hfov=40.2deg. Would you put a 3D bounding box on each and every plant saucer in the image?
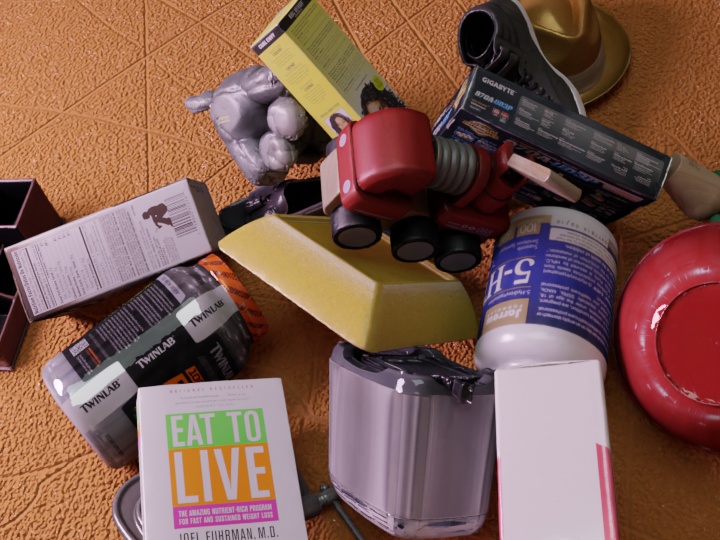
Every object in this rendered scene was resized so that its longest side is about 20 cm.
[{"bbox_3d":[0.000,0.000,0.923,0.199,0.198,0.049,33,109,31],"label":"plant saucer"}]

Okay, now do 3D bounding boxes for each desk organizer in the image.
[{"bbox_3d":[-0.396,0.001,1.074,0.070,0.077,0.203,0,56,12],"label":"desk organizer"}]

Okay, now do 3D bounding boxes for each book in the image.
[{"bbox_3d":[-0.119,0.188,0.827,0.131,0.048,0.202,1,48,-18],"label":"book"}]

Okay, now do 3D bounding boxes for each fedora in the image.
[{"bbox_3d":[0.216,-0.275,1.131,0.197,0.082,0.204,-6,55,8],"label":"fedora"}]

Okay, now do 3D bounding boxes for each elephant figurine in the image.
[{"bbox_3d":[-0.058,-0.170,1.091,0.199,0.141,0.157,-22,80,-50],"label":"elephant figurine"}]

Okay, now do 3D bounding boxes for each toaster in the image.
[{"bbox_3d":[0.045,0.136,0.815,0.112,0.132,0.199,2,5,-27],"label":"toaster"}]

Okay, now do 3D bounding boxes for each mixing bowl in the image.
[{"bbox_3d":[0.297,0.057,0.809,0.197,0.108,0.204,-1,88,25],"label":"mixing bowl"}]

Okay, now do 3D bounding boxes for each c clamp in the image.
[{"bbox_3d":[-0.109,0.211,0.859,0.197,0.027,0.171,-12,41,-27],"label":"c clamp"}]

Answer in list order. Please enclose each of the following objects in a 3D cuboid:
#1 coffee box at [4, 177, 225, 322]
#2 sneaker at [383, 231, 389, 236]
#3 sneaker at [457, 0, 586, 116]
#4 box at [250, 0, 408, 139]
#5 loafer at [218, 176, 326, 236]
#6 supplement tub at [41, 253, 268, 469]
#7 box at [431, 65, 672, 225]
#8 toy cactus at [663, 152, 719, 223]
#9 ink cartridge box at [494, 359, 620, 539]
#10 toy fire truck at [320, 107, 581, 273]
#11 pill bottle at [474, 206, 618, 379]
[{"bbox_3d":[-0.246,-0.021,1.014,0.197,0.113,0.081,-21,92,3],"label":"coffee box"},{"bbox_3d":[0.108,-0.092,1.035,0.200,0.071,0.078,-43,53,-18],"label":"sneaker"},{"bbox_3d":[0.166,-0.200,1.049,0.098,0.070,0.202,-19,78,-48],"label":"sneaker"},{"bbox_3d":[-0.016,-0.179,0.995,0.050,0.200,0.076,-28,24,43],"label":"box"},{"bbox_3d":[-0.064,-0.078,1.066,0.196,0.063,0.073,-9,54,6],"label":"loafer"},{"bbox_3d":[-0.193,0.082,0.946,0.199,0.123,0.122,-39,57,-15],"label":"supplement tub"},{"bbox_3d":[0.169,-0.108,0.935,0.197,0.159,0.047,24,78,-4],"label":"box"},{"bbox_3d":[0.347,-0.051,0.911,0.164,0.102,0.202,34,50,-20],"label":"toy cactus"},{"bbox_3d":[0.155,0.182,0.753,0.083,0.201,0.148,-6,54,14],"label":"ink cartridge box"},{"bbox_3d":[0.081,-0.079,0.846,0.173,0.200,0.131,13,58,-30],"label":"toy fire truck"},{"bbox_3d":[0.166,0.056,0.889,0.117,0.120,0.203,5,56,15],"label":"pill bottle"}]
